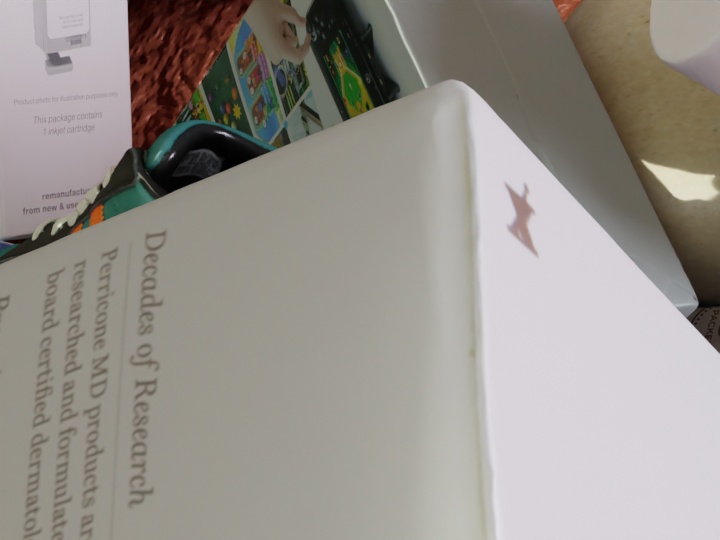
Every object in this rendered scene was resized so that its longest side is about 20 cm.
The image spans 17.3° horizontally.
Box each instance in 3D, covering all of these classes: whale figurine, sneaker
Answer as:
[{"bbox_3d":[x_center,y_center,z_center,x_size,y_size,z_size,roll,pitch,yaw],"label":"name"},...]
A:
[{"bbox_3d":[0.154,-0.037,0.738,0.198,0.104,0.160,-8,50,2],"label":"whale figurine"},{"bbox_3d":[-0.052,-0.005,0.692,0.199,0.071,0.081,6,100,51],"label":"sneaker"}]

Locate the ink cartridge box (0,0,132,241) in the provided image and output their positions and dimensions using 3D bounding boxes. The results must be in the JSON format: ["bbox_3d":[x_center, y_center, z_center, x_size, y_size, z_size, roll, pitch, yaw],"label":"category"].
[{"bbox_3d":[-0.173,-0.118,0.962,0.146,0.083,0.202,4,99,37],"label":"ink cartridge box"}]

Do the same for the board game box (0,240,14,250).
[{"bbox_3d":[-0.202,-0.002,0.894,0.150,0.199,0.037,4,83,39],"label":"board game box"}]

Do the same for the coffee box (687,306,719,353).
[{"bbox_3d":[0.115,0.113,0.647,0.114,0.080,0.201,-2,58,37],"label":"coffee box"}]

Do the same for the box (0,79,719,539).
[{"bbox_3d":[0.005,0.108,0.532,0.170,0.199,0.201,-21,51,25],"label":"box"}]

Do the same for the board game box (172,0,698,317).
[{"bbox_3d":[0.000,0.000,0.730,0.200,0.064,0.148,-51,55,49],"label":"board game box"}]

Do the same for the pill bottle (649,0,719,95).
[{"bbox_3d":[0.180,-0.047,0.614,0.111,0.199,0.111,-56,17,28],"label":"pill bottle"}]
